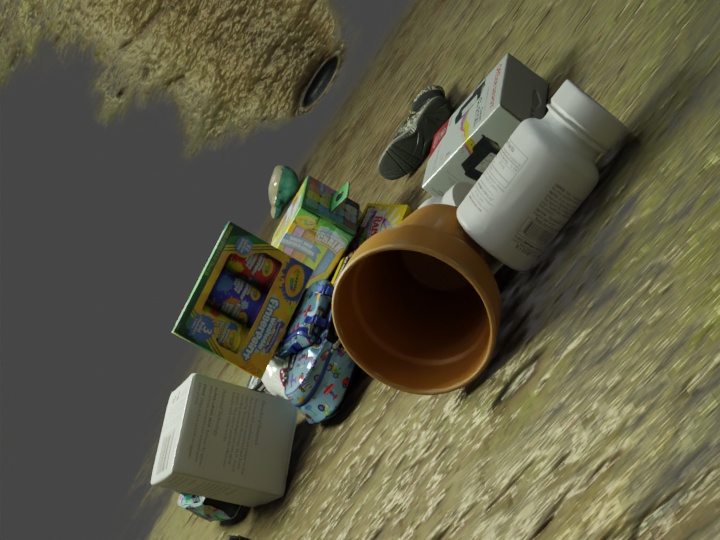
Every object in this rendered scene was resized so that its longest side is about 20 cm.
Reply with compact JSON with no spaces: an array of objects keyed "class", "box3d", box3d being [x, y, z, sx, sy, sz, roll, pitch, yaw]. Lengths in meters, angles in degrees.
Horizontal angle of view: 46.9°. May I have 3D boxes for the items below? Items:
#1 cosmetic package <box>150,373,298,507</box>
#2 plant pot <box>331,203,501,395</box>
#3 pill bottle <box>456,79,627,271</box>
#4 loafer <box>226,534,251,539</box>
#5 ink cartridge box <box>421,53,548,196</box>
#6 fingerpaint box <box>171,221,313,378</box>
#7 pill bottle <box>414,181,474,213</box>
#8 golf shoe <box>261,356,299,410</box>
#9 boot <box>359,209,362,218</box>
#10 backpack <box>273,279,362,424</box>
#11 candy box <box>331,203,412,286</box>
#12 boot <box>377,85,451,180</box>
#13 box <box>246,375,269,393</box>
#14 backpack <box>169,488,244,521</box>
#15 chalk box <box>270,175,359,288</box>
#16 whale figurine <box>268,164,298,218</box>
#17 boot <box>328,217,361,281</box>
[{"class":"cosmetic package","box3d":[-0.234,0.298,1.430,0.164,0.196,0.169,-36,41,56]},{"class":"plant pot","box3d":[0.085,0.014,1.020,0.201,0.199,0.184,-47,7,36]},{"class":"pill bottle","box3d":[0.211,-0.111,0.964,0.202,0.113,0.115,-54,15,19]},{"class":"loafer","box3d":[-0.216,0.505,1.274,0.203,0.071,0.073,-64,17,-16]},{"class":"ink cartridge box","box3d":[0.191,-0.211,1.284,0.200,0.082,0.148,-46,19,42]},{"class":"fingerpaint box","box3d":[-0.195,0.051,1.377,0.203,0.164,0.073,-63,12,-11]},{"class":"pill bottle","box3d":[0.103,-0.030,1.172,0.200,0.111,0.114,-45,20,41]},{"class":"golf shoe","box3d":[-0.134,0.202,1.525,0.200,0.074,0.093,47,137,43]},{"class":"boot","box3d":[-0.045,-0.036,1.783,0.203,0.072,0.096,-64,19,15]},{"class":"backpack","box3d":[-0.068,0.142,1.371,0.182,0.133,0.204,-29,36,64]},{"class":"candy box","box3d":[0.018,-0.037,1.544,0.100,0.026,0.203,6,61,35]},{"class":"boot","box3d":[0.114,-0.290,1.727,0.204,0.073,0.155,-49,15,22]},{"class":"box","box3d":[-0.176,0.191,1.792,0.200,0.049,0.160,-47,19,41]},{"class":"backpack","box3d":[-0.281,0.386,1.597,0.200,0.148,0.181,-43,22,59]},{"class":"chalk box","box3d":[-0.081,-0.085,1.588,0.202,0.122,0.125,-57,14,29]},{"class":"whale figurine","box3d":[-0.279,-0.281,3.007,0.161,0.101,0.203,-79,1,-51]},{"class":"boot","box3d":[0.000,0.000,1.595,0.201,0.072,0.167,-52,29,12]}]
